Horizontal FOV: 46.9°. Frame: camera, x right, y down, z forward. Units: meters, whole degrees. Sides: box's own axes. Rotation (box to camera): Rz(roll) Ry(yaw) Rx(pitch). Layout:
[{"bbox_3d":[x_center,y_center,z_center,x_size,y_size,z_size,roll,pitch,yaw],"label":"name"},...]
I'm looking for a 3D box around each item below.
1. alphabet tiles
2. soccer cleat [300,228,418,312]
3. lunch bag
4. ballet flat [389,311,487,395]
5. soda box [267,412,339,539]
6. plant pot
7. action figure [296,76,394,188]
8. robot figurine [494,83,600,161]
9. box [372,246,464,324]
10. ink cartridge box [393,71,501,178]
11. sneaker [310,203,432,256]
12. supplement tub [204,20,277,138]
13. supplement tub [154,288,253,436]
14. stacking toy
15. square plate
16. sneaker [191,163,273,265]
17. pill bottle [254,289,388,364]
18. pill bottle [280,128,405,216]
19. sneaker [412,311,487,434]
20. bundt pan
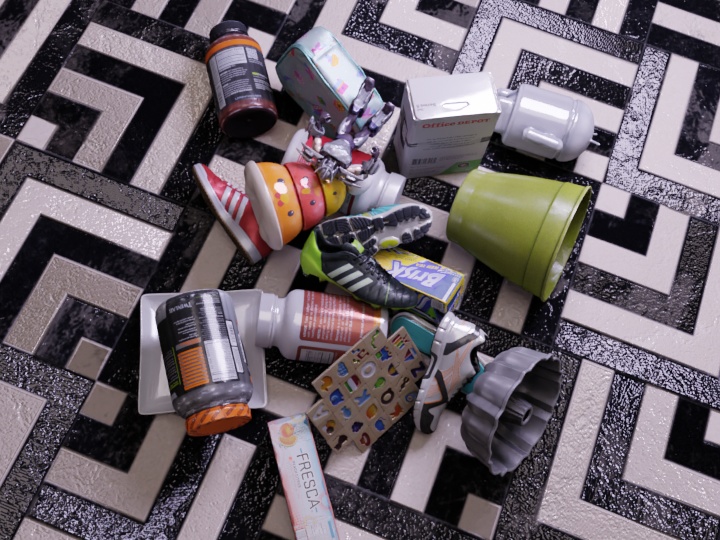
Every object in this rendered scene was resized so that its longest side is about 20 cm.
[{"bbox_3d":[0.014,0.184,1.272,0.200,0.167,0.006,-41,33,-14],"label":"alphabet tiles"},{"bbox_3d":[0.000,0.000,1.281,0.200,0.081,0.068,23,25,10],"label":"soccer cleat"},{"bbox_3d":[-0.055,-0.307,1.433,0.077,0.160,0.200,-43,102,-22],"label":"lunch bag"},{"bbox_3d":[0.138,0.129,1.339,0.200,0.069,0.069,35,70,9],"label":"ballet flat"},{"bbox_3d":[-0.086,0.321,1.245,0.063,0.068,0.200,-13,71,-9],"label":"soda box"},{"bbox_3d":[0.253,-0.078,1.375,0.193,0.200,0.201,23,68,18],"label":"plant pot"},{"bbox_3d":[-0.019,-0.209,1.295,0.130,0.069,0.200,38,54,-10],"label":"action figure"},{"bbox_3d":[0.329,-0.263,1.480,0.200,0.113,0.170,18,40,4],"label":"robot figurine"},{"bbox_3d":[0.064,0.012,1.349,0.200,0.064,0.070,23,54,20],"label":"box"},{"bbox_3d":[0.143,-0.244,1.413,0.145,0.200,0.084,-7,69,-7],"label":"ink cartridge box"},{"bbox_3d":[0.018,-0.065,1.341,0.200,0.080,0.078,-12,108,0],"label":"sneaker"},{"bbox_3d":[-0.217,-0.344,1.479,0.107,0.107,0.200,-12,69,-8],"label":"supplement tub"},{"bbox_3d":[-0.233,0.139,1.248,0.122,0.123,0.200,-13,71,-9],"label":"supplement tub"},{"bbox_3d":[-0.075,-0.128,1.315,0.200,0.146,0.146,-20,71,-12],"label":"stacking toy"},{"bbox_3d":[-0.252,0.130,1.331,0.200,0.028,0.198,-3,69,-5],"label":"square plate"},{"bbox_3d":[-0.194,-0.118,1.409,0.112,0.071,0.200,-34,82,-11],"label":"sneaker"},{"bbox_3d":[-0.062,0.089,1.307,0.200,0.112,0.112,8,68,-6],"label":"pill bottle"},{"bbox_3d":[-0.030,-0.156,1.414,0.200,0.112,0.112,22,69,4],"label":"pill bottle"},{"bbox_3d":[0.136,0.168,1.274,0.080,0.074,0.200,19,109,13],"label":"sneaker"},{"bbox_3d":[0.221,0.204,1.256,0.076,0.202,0.202,26,67,34],"label":"bundt pan"}]
